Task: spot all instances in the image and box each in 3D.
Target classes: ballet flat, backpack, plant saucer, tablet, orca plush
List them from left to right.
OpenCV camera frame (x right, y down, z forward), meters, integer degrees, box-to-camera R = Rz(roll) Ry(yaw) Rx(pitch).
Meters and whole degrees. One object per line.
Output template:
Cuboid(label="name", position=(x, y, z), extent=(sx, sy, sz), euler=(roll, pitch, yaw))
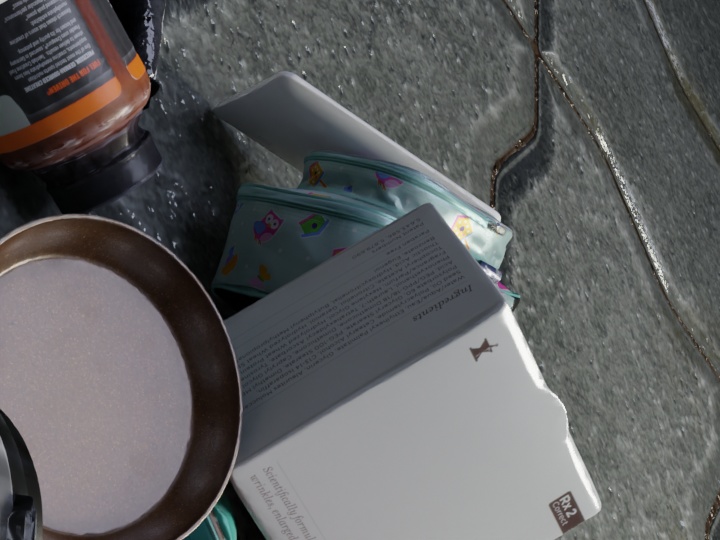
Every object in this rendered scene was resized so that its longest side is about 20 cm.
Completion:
Cuboid(label="plant saucer", position=(-0.156, 0.068, 1.243), extent=(0.200, 0.034, 0.201), euler=(12, 70, -37))
Cuboid(label="orca plush", position=(-0.173, -0.191, 1.492), extent=(0.071, 0.105, 0.200), euler=(13, 65, -17))
Cuboid(label="ballet flat", position=(-0.128, 0.103, 1.335), extent=(0.070, 0.067, 0.200), euler=(128, -59, -88))
Cuboid(label="tablet", position=(-0.004, -0.077, 1.605), extent=(0.200, 0.130, 0.014), euler=(33, 69, -20))
Cuboid(label="backpack", position=(0.000, 0.000, 1.532), extent=(0.200, 0.176, 0.154), euler=(19, 86, -51))

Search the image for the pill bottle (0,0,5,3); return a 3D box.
Cuboid(label="pill bottle", position=(-0.250, -0.238, 1.188), extent=(0.200, 0.111, 0.111), euler=(46, 22, 7))

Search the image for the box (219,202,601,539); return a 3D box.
Cuboid(label="box", position=(0.018, 0.103, 1.397), extent=(0.199, 0.200, 0.131), euler=(62, -4, -38))

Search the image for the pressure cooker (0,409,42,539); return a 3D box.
Cuboid(label="pressure cooker", position=(-0.232, 0.111, 0.930), extent=(0.200, 0.178, 0.176), euler=(29, 42, -56))

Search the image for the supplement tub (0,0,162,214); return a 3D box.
Cuboid(label="supplement tub", position=(-0.195, -0.134, 1.313), extent=(0.200, 0.107, 0.107), euler=(62, 24, -16))
